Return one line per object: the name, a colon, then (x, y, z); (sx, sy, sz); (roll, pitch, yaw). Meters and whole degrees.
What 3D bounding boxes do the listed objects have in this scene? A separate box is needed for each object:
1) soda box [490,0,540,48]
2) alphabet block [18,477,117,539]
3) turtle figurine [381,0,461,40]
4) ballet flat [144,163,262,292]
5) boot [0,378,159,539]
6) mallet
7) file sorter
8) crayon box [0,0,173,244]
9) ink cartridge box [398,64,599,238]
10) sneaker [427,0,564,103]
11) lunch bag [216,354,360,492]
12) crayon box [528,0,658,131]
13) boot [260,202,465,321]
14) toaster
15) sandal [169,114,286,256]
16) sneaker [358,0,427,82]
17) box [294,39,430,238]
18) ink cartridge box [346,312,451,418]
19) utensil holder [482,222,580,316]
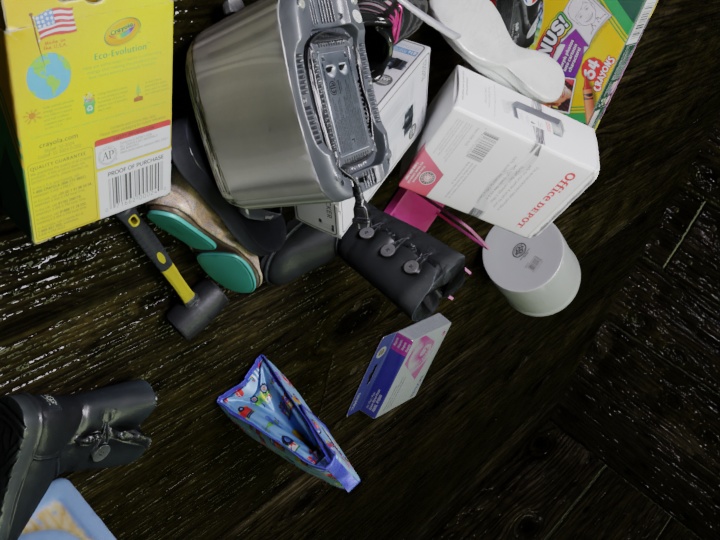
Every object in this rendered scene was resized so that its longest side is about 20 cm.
soda box: (0.174, -0.348, 0.851); (0.063, 0.071, 0.201); (-41, 152, -23)
alphabet block: (-0.338, 0.386, 0.769); (0.195, 0.196, 0.201); (-29, 146, -37)
turtle figurine: (0.019, -0.277, 0.571); (0.192, 0.144, 0.202); (-21, 105, -22)
ballet flat: (-0.141, -0.042, 0.721); (0.200, 0.067, 0.068); (62, 37, -63)
boot: (-0.303, 0.206, 0.737); (0.168, 0.076, 0.202); (7, 110, -57)
mallet: (-0.184, -0.007, 0.724); (0.066, 0.041, 0.201); (-41, 148, -23)
file sorter: (0.130, -0.076, 1.053); (0.201, 0.125, 0.139); (-55, 154, 4)
crayon box: (-0.200, -0.130, 0.524); (0.126, 0.051, 0.201); (-29, 146, -40)
ink cartridge box: (0.167, -0.138, 0.885); (0.146, 0.198, 0.085); (129, -22, -49)
sneaker: (0.145, -0.256, 0.864); (0.199, 0.088, 0.076); (33, 75, -22)
lunch bag: (-0.083, 0.233, 0.996); (0.094, 0.200, 0.151); (-45, 154, -13)
crayon box: (0.260, -0.294, 0.945); (0.058, 0.172, 0.201); (-27, 144, -47)
boot: (0.001, -0.001, 0.845); (0.165, 0.200, 0.066); (-47, 154, -11)
toaster: (-0.059, -0.130, 0.604); (0.113, 0.128, 0.202); (-35, 115, -52)
sandal: (-0.110, -0.072, 0.679); (0.042, 0.077, 0.200); (-17, 155, 12)
sneaker: (0.011, -0.229, 0.708); (0.199, 0.087, 0.074); (-31, 147, -38)
box: (0.002, -0.147, 0.775); (0.201, 0.060, 0.117); (-56, 159, -30)
ink cartridge box: (0.077, 0.190, 1.393); (0.199, 0.043, 0.198); (-18, 138, -52)
utensil holder: (0.341, -0.011, 1.444); (0.171, 0.170, 0.200); (-54, 151, 2)
